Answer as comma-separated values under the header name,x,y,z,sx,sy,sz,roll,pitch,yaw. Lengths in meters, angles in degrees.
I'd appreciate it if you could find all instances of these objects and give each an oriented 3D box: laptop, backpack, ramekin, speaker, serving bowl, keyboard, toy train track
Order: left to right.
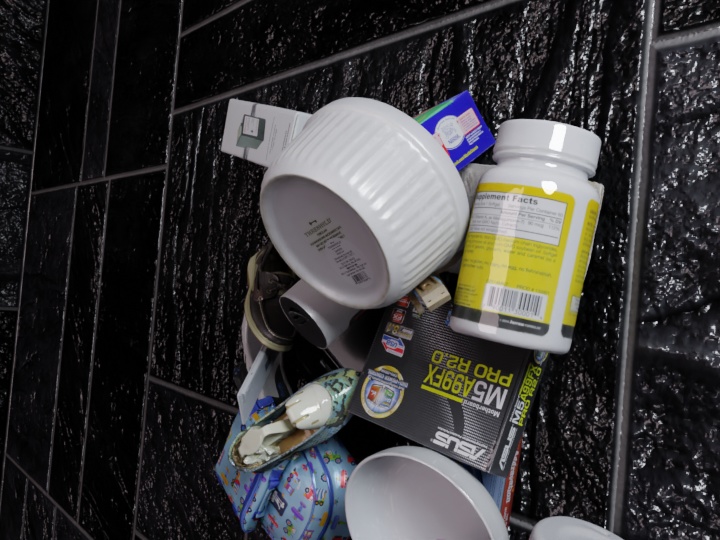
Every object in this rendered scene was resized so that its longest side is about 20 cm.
name,x,y,z,sx,sy,sz,roll,pitch,yaw
keyboard,-0.131,0.123,1.016,0.200,0.011,0.056,-68,-14,-52
backpack,-0.091,0.290,0.993,0.200,0.134,0.183,51,123,41
ramekin,-0.005,-0.056,0.709,0.200,0.105,0.200,28,144,23
speaker,0.000,0.000,0.862,0.081,0.200,0.081,38,155,22
laptop,0.016,0.114,0.944,0.187,0.116,0.200,48,151,27
toy train track,0.070,0.024,0.744,0.033,0.115,0.200,58,-179,-3
serving bowl,0.079,0.274,0.780,0.200,0.066,0.200,16,115,37

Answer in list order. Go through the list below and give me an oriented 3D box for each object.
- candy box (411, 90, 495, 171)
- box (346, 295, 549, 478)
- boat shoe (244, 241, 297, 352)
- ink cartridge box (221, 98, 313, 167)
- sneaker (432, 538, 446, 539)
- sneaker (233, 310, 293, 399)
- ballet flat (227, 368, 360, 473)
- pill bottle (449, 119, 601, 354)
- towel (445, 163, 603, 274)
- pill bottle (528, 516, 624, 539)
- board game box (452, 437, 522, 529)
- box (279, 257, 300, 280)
name,x,y,z,sx,sy,sz,roll,pitch,yaw
candy box,0.028,-0.119,0.857,0.200,0.169,0.077,-15,109,52
box,0.094,0.113,0.796,0.200,0.044,0.160,15,79,43
boat shoe,-0.121,0.027,1.023,0.065,0.073,0.200,-56,33,30
ink cartridge box,-0.089,-0.185,1.045,0.200,0.146,0.084,26,107,51
sneaker,0.083,0.361,0.704,0.080,0.088,0.200,8,109,40
sneaker,-0.167,0.129,1.135,0.112,0.073,0.200,4,103,54
ballet flat,-0.082,0.186,0.880,0.200,0.074,0.074,-41,52,17
pill bottle,0.157,-0.031,0.679,0.114,0.114,0.200,11,89,52
towel,0.165,-0.045,0.791,0.200,0.034,0.133,16,97,52
pill bottle,0.180,0.339,0.658,0.111,0.111,0.200,29,109,50
board game box,0.122,0.268,0.816,0.103,0.019,0.200,12,95,50
box,-0.056,-0.031,1.061,0.200,0.047,0.193,16,102,51
